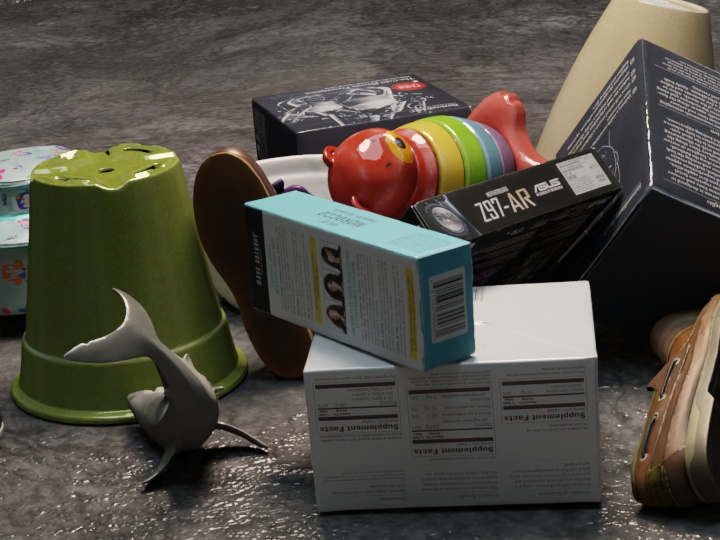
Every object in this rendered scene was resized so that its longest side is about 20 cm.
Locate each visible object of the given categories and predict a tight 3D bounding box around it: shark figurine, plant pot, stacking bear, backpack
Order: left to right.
[{"bbox_3d":[-0.310,-0.034,1.743,0.177,0.151,0.200,-13,25,-28],"label":"backpack"},{"bbox_3d":[-0.200,0.000,1.529,0.199,0.191,0.200,-4,18,1],"label":"plant pot"},{"bbox_3d":[-0.143,0.107,1.342,0.128,0.215,0.090,31,71,13],"label":"shark figurine"},{"bbox_3d":[0.056,-0.084,1.616,0.200,0.122,0.114,-4,-29,-43],"label":"stacking bear"},{"bbox_3d":[0.279,-0.171,1.848,0.187,0.201,0.187,11,17,-3],"label":"plant pot"}]

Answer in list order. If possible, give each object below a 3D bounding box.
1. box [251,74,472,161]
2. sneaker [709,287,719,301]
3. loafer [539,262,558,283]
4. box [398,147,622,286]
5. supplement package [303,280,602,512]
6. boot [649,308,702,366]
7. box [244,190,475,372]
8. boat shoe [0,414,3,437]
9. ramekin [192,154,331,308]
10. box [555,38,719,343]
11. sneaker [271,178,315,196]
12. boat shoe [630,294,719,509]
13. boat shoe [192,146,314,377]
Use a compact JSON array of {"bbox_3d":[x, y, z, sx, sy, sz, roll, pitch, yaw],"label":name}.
[{"bbox_3d":[0.002,-0.137,2.028,0.199,0.104,0.182,-10,21,-16],"label":"box"},{"bbox_3d":[0.294,-0.028,1.666,0.074,0.089,0.200,-21,23,-38],"label":"sneaker"},{"bbox_3d":[0.140,0.003,1.651,0.200,0.068,0.070,-6,38,-17],"label":"loafer"},{"bbox_3d":[0.091,-0.015,1.466,0.200,0.044,0.160,-19,-22,-36],"label":"box"},{"bbox_3d":[0.070,0.088,1.327,0.199,0.111,0.156,-2,19,6],"label":"supplement package"},{"bbox_3d":[0.337,0.058,1.426,0.199,0.074,0.155,-20,20,-8],"label":"boot"},{"bbox_3d":[-0.004,0.004,1.294,0.049,0.083,0.200,-17,22,-35],"label":"box"},{"bbox_3d":[-0.313,0.133,1.361,0.074,0.062,0.200,0,20,7],"label":"boat shoe"},{"bbox_3d":[-0.054,-0.033,1.728,0.199,0.105,0.200,-4,19,1],"label":"ramekin"},{"bbox_3d":[0.244,-0.065,1.543,0.107,0.149,0.200,22,42,-14],"label":"box"},{"bbox_3d":[0.000,0.000,1.546,0.200,0.088,0.074,34,75,18],"label":"sneaker"},{"bbox_3d":[0.233,0.085,1.302,0.068,0.072,0.200,-15,28,32],"label":"boat shoe"},{"bbox_3d":[-0.082,-0.012,1.527,0.070,0.201,0.070,-11,20,17],"label":"boat shoe"}]
